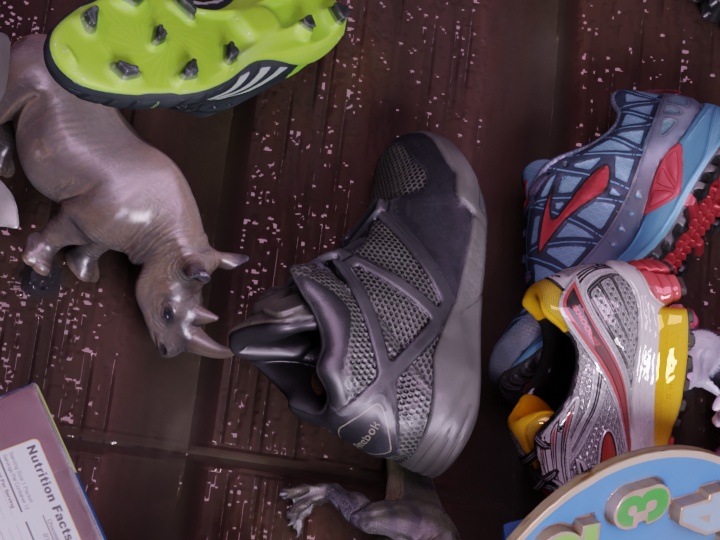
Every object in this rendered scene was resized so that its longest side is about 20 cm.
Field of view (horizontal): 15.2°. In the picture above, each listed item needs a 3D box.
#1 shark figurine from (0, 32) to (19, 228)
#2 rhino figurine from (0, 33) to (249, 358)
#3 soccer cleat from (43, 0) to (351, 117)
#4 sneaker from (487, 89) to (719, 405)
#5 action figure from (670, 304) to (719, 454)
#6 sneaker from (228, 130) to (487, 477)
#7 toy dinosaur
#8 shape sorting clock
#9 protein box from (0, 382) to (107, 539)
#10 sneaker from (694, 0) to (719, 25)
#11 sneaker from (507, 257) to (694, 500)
[{"bbox_3d":[-0.193,-0.008,1.258,0.089,0.128,0.215,7,92,26],"label":"shark figurine"},{"bbox_3d":[-0.126,-0.033,1.338,0.200,0.060,0.087,49,114,11],"label":"rhino figurine"},{"bbox_3d":[-0.086,-0.104,1.346,0.200,0.081,0.068,-17,69,-48],"label":"soccer cleat"},{"bbox_3d":[0.116,-0.013,1.390,0.095,0.079,0.200,28,63,26],"label":"sneaker"},{"bbox_3d":[0.230,0.077,1.324,0.200,0.134,0.149,43,65,10],"label":"action figure"},{"bbox_3d":[0.000,0.000,1.330,0.114,0.076,0.200,19,51,-19],"label":"sneaker"},{"bbox_3d":[0.012,0.132,1.315,0.088,0.047,0.200,-15,53,1],"label":"toy dinosaur"},{"bbox_3d":[0.120,0.174,1.250,0.200,0.200,0.039,-27,34,-18],"label":"shape sorting clock"},{"bbox_3d":[-0.211,0.172,1.184,0.200,0.199,0.135,-20,73,-16],"label":"protein box"},{"bbox_3d":[0.247,-0.154,1.463,0.200,0.066,0.091,41,65,5],"label":"sneaker"},{"bbox_3d":[0.106,0.093,1.302,0.082,0.078,0.200,0,95,-17],"label":"sneaker"}]
